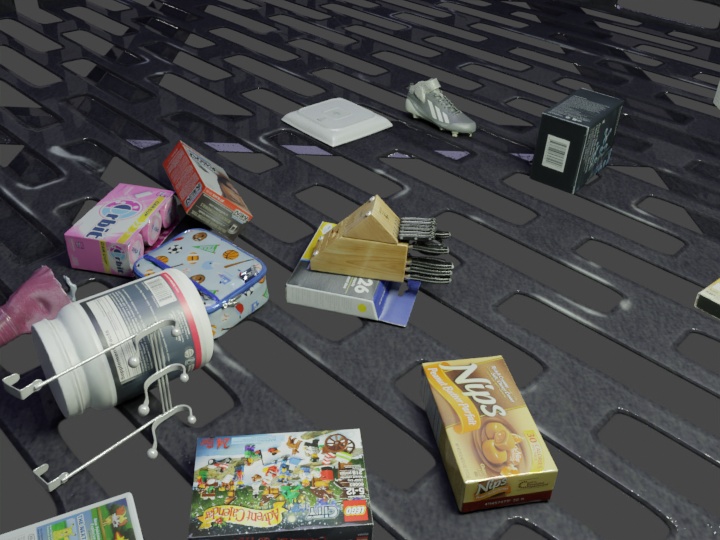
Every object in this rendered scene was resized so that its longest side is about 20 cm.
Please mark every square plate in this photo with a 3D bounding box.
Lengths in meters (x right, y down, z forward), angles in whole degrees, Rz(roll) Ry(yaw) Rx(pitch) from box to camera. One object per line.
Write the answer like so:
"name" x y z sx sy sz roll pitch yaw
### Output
"square plate" -0.056 -0.363 1.719 0.196 0.029 0.199 -26 43 -36

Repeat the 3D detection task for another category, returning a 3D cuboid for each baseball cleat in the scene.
"baseball cleat" 0.190 -0.393 1.712 0.198 0.108 0.069 25 34 26

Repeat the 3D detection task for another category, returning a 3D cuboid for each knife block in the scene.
"knife block" 0.043 -0.019 1.140 0.199 0.176 0.064 -34 21 27

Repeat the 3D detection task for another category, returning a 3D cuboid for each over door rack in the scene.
"over door rack" -0.288 0.160 0.836 0.198 0.150 0.066 -22 35 -33

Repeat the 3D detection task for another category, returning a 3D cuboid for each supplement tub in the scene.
"supplement tub" -0.305 0.092 0.935 0.198 0.143 0.140 -22 41 -30

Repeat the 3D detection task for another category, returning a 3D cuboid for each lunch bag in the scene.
"lunch bag" -0.245 0.019 1.110 0.198 0.077 0.160 26 42 31

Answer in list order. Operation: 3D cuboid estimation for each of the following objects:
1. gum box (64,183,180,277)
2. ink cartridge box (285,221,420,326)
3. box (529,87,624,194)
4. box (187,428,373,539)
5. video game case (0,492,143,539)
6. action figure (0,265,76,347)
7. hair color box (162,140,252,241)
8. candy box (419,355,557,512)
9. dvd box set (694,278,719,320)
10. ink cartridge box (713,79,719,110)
"gum box" -0.401 -0.076 1.240 0.111 0.067 0.201 8 34 9
"ink cartridge box" 0.000 0.000 1.183 0.196 0.048 0.199 9 35 12
"box" 0.458 -0.277 1.527 0.106 0.151 0.199 25 40 29
"box" -0.090 0.248 0.818 0.195 0.038 0.138 -2 35 -7
"video game case" -0.295 0.326 0.705 0.179 0.022 0.200 -13 37 -22
"action figure" -0.498 0.080 1.011 0.150 0.134 0.200 50 58 -6
"hair color box" -0.281 -0.148 1.310 0.110 0.064 0.201 33 14 -41
"candy box" 0.152 0.195 0.898 0.113 0.056 0.201 -4 34 -9
"dvd box set" 0.663 0.046 1.176 0.198 0.030 0.146 -24 42 -33
"ink cartridge box" 0.968 -0.488 1.825 0.056 0.203 0.164 5 34 1
